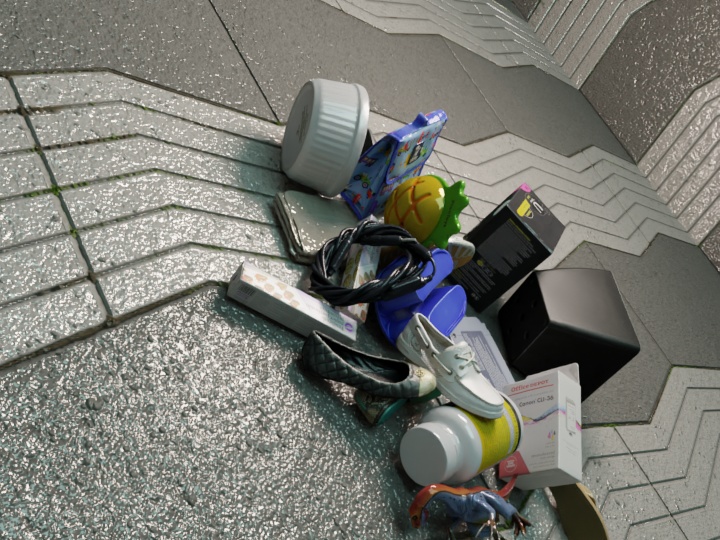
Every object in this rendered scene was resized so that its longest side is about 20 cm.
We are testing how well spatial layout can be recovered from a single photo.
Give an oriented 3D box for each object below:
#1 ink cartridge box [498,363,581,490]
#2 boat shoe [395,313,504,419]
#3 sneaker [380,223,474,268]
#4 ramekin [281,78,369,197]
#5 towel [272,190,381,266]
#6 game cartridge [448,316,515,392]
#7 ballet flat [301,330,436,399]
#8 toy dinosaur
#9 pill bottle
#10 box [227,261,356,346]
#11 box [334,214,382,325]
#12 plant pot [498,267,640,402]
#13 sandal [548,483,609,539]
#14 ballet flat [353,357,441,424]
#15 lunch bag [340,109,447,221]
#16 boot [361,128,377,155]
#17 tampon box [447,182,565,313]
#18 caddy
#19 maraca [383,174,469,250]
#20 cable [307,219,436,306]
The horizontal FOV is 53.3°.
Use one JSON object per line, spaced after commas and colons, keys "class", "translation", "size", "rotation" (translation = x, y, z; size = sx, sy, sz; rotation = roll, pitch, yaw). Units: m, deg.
{"class": "ink cartridge box", "translation": [0.291, 0.240, 1.161], "size": [0.067, 0.116, 0.202], "rotation": [33, 51, -30]}
{"class": "boat shoe", "translation": [0.136, 0.135, 1.052], "size": [0.199, 0.070, 0.070], "rotation": [38, 24, 29]}
{"class": "sneaker", "translation": [0.117, -0.054, 1.320], "size": [0.197, 0.076, 0.088], "rotation": [2, 43, -23]}
{"class": "ramekin", "translation": [-0.068, -0.234, 1.236], "size": [0.093, 0.203, 0.204], "rotation": [13, 44, -21]}
{"class": "towel", "translation": [-0.055, -0.065, 1.215], "size": [0.198, 0.034, 0.134], "rotation": [7, 52, -45]}
{"class": "game cartridge", "translation": [0.208, 0.173, 1.258], "size": [0.132, 0.041, 0.202], "rotation": [9, 49, -47]}
{"class": "ballet flat", "translation": [0.014, 0.135, 1.004], "size": [0.197, 0.058, 0.067], "rotation": [14, 26, -6]}
{"class": "toy dinosaur", "translation": [0.141, 0.328, 0.983], "size": [0.181, 0.105, 0.201], "rotation": [41, 20, -16]}
{"class": "pill bottle", "translation": [0.147, 0.246, 1.049], "size": [0.199, 0.111, 0.112], "rotation": [-7, 60, -51]}
{"class": "box", "translation": [-0.095, 0.055, 1.028], "size": [0.198, 0.041, 0.039], "rotation": [29, 37, -23]}
{"class": "box", "translation": [0.000, 0.000, 1.163], "size": [0.039, 0.041, 0.202], "rotation": [38, 47, -28]}
{"class": "plant pot", "translation": [0.382, 0.112, 1.389], "size": [0.175, 0.201, 0.201], "rotation": [15, 43, -19]}
{"class": "sandal", "translation": [0.357, 0.370, 1.184], "size": [0.069, 0.078, 0.213], "rotation": [-7, 55, -43]}
{"class": "ballet flat", "translation": [0.062, 0.171, 1.083], "size": [0.075, 0.068, 0.199], "rotation": [44, 32, 26]}
{"class": "lunch bag", "translation": [0.062, -0.202, 1.248], "size": [0.094, 0.200, 0.150], "rotation": [48, 47, 11]}
{"class": "boot", "translation": [0.072, -0.186, 1.452], "size": [0.173, 0.069, 0.203], "rotation": [3, 64, -47]}
{"class": "tampon box", "translation": [0.277, -0.046, 1.408], "size": [0.126, 0.200, 0.150], "rotation": [46, 33, 0]}
{"class": "caddy", "translation": [0.093, 0.047, 1.202], "size": [0.200, 0.104, 0.143], "rotation": [-37, 106, -55]}
{"class": "maraca", "translation": [0.110, -0.095, 1.199], "size": [0.106, 0.199, 0.139], "rotation": [18, 86, -31]}
{"class": "cable", "translation": [0.006, -0.014, 1.101], "size": [0.197, 0.051, 0.164], "rotation": [-20, 48, -15]}
